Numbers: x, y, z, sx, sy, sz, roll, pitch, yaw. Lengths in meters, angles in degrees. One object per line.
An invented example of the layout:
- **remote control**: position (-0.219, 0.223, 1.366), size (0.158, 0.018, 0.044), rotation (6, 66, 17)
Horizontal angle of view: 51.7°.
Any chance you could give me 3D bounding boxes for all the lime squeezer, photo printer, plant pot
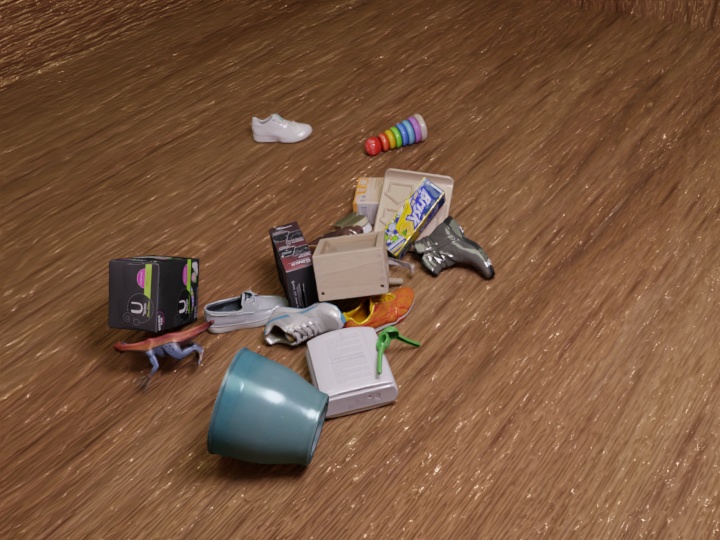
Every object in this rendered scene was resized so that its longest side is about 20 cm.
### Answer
- **lime squeezer**: position (0.060, 0.155, 1.525), size (0.037, 0.072, 0.199), rotation (-22, 0, 29)
- **photo printer**: position (-0.025, 0.199, 1.530), size (0.162, 0.071, 0.201), rotation (-12, 38, -9)
- **plant pot**: position (-0.161, 0.268, 1.379), size (0.184, 0.203, 0.202), rotation (16, 41, 4)

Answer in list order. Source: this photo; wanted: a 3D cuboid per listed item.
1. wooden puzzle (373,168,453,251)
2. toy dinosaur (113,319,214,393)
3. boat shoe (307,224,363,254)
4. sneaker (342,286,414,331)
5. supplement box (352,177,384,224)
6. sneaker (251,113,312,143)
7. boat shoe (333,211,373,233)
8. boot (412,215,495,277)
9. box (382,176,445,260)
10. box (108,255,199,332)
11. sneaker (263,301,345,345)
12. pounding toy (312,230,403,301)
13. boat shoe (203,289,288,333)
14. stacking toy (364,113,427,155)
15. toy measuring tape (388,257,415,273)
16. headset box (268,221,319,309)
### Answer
- **wooden puzzle**: position (0.135, -0.148, 1.893), size (0.181, 0.046, 0.205), rotation (9, 78, 12)
- **toy dinosaur**: position (-0.429, 0.154, 1.593), size (0.178, 0.204, 0.105), rotation (18, 15, -19)
- **boat shoe**: position (-0.072, -0.058, 1.820), size (0.197, 0.071, 0.071), rotation (-15, 29, 37)
- **sneaker**: position (0.046, 0.085, 1.659), size (0.198, 0.079, 0.072), rotation (-30, 42, -30)
- **supplement box**: position (0.084, -0.188, 2.000), size (0.195, 0.075, 0.127), rotation (0, 39, 8)
- **sneaker**: position (-0.256, -0.464, 2.388), size (0.195, 0.090, 0.076), rotation (-3, 36, 4)
- **boat shoe**: position (-0.015, -0.102, 1.896), size (0.074, 0.069, 0.200), rotation (-31, 15, -5)
- **boot**: position (0.222, -0.025, 1.790), size (0.130, 0.068, 0.201), rotation (-38, 62, -5)
- **box**: position (0.126, -0.125, 1.832), size (0.070, 0.064, 0.201), rotation (36, 85, 16)
- **box**: position (-0.457, 0.047, 1.658), size (0.121, 0.153, 0.200), rotation (4, 5, 14)
- **sneaker**: position (-0.121, 0.124, 1.624), size (0.196, 0.077, 0.081), rotation (-9, 34, 30)
- **pounding toy**: position (0.000, 0.000, 1.677), size (0.179, 0.146, 0.200), rotation (-7, 15, 5)
- **boat shoe**: position (-0.263, 0.086, 1.705), size (0.196, 0.073, 0.071), rotation (-14, 38, -9)
- **stacking toy**: position (0.103, -0.410, 2.279), size (0.196, 0.087, 0.086), rotation (-22, 40, -12)
- **toy measuring tape**: position (0.034, -0.014, 1.794), size (0.197, 0.075, 0.074), rotation (18, 44, 28)
- **headset box**: position (-0.147, 0.007, 1.726), size (0.075, 0.151, 0.201), rotation (-15, 39, -10)
